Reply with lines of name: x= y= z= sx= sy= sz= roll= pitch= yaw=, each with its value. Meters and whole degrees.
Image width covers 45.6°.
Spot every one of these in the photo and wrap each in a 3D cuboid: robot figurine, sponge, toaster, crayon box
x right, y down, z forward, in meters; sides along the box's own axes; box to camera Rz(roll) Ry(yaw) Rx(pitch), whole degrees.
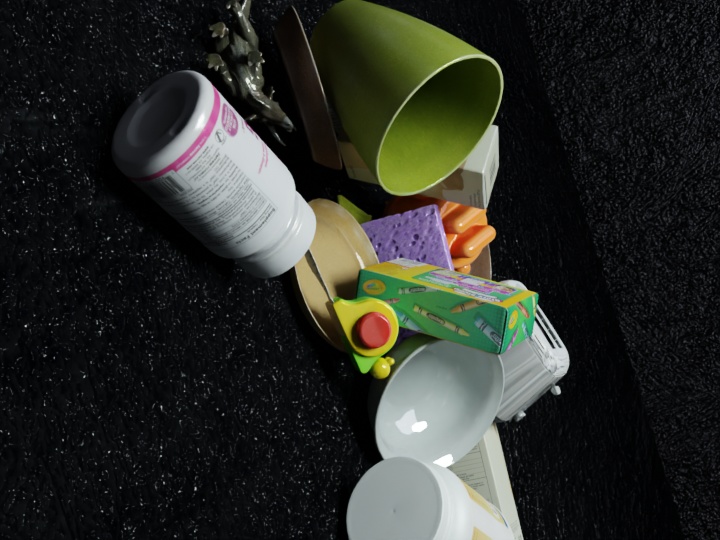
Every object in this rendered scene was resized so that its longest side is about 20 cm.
robot figurine: x=0.106 y=-0.065 z=1.255 sx=0.143 sy=0.199 sz=0.118 roll=23 pitch=81 yaw=-33
sponge: x=0.077 y=0.020 z=1.169 sx=0.030 sy=0.110 sz=0.203 roll=-15 pitch=90 yaw=-72
toaster: x=0.201 y=0.103 z=1.207 sx=0.202 sy=0.129 sz=0.113 roll=60 pitch=21 yaw=19
crayon box: x=0.105 y=0.039 z=1.054 sx=0.118 sy=0.197 sz=0.059 roll=-14 pitch=116 yaw=-59

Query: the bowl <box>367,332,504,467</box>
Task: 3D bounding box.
bowl: x=0.082 y=0.154 z=1.105 sx=0.090 sy=0.201 sz=0.202 roll=36 pitch=-13 yaw=52

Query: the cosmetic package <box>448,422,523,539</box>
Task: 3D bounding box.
cosmetic package: x=0.153 y=0.296 z=1.206 sx=0.071 sy=0.104 sz=0.203 roll=9 pitch=68 yaw=-64

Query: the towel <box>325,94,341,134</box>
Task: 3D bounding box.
towel: x=0.032 y=-0.223 z=1.184 sx=0.201 sy=0.190 sz=0.035 roll=52 pitch=49 yaw=-40

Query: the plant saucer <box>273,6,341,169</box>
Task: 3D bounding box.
plant saucer: x=-0.068 y=-0.217 z=1.048 sx=0.200 sy=0.034 sz=0.203 roll=163 pitch=-89 yaw=-87

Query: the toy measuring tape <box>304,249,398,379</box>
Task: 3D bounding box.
toy measuring tape: x=-0.006 y=0.032 z=0.998 sx=0.202 sy=0.073 sz=0.074 roll=66 pitch=25 yaw=-9

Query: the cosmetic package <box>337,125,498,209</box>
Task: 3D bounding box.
cosmetic package: x=0.078 y=-0.154 z=1.123 sx=0.105 sy=0.197 sz=0.072 roll=65 pitch=42 yaw=-64

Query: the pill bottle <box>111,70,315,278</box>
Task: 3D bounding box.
pill bottle: x=-0.133 y=-0.084 z=0.826 sx=0.200 sy=0.112 sz=0.115 roll=47 pitch=35 yaw=-45

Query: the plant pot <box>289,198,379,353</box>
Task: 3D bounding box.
plant pot: x=-0.031 y=0.010 z=1.069 sx=0.199 sy=0.027 sz=0.203 roll=35 pitch=46 yaw=-45

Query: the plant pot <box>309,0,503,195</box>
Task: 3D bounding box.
plant pot: x=0.033 y=-0.224 z=1.005 sx=0.200 sy=0.188 sz=0.186 roll=48 pitch=13 yaw=28

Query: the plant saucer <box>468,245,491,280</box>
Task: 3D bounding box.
plant saucer: x=0.152 y=0.013 z=1.350 sx=0.200 sy=0.034 sz=0.204 roll=-179 pitch=-90 yaw=-76

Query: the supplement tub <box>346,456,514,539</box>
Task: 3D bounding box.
supplement tub: x=0.083 y=0.309 z=0.998 sx=0.200 sy=0.143 sz=0.147 roll=45 pitch=36 yaw=-46

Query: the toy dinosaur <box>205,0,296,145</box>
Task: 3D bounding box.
toy dinosaur: x=-0.139 y=-0.246 z=0.985 sx=0.102 sy=0.076 sz=0.203 roll=87 pitch=-16 yaw=-73

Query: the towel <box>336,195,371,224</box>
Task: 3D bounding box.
towel: x=0.000 y=0.000 z=1.172 sx=0.086 sy=0.018 sz=0.203 roll=35 pitch=44 yaw=-55
